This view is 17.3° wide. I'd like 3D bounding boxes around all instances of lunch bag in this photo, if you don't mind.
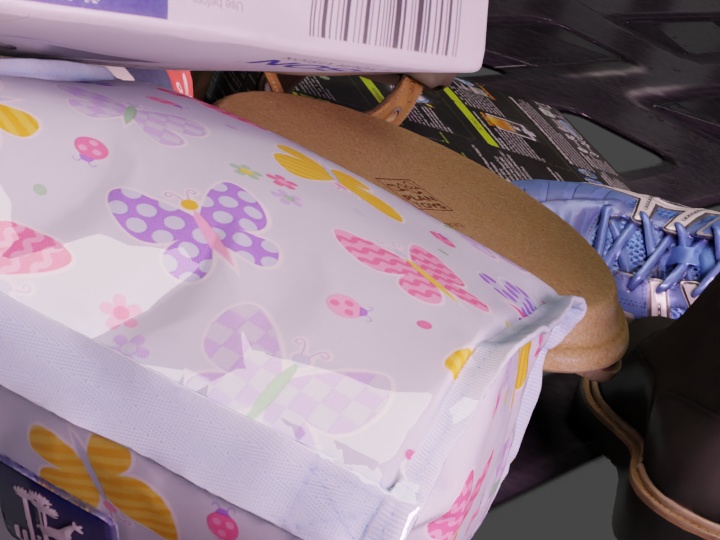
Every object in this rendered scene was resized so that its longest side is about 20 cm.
[{"bbox_3d":[-0.047,0.026,0.617,0.169,0.127,0.200,26,6,8],"label":"lunch bag"}]

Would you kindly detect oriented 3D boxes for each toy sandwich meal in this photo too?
[{"bbox_3d":[0.000,0.000,0.863,0.205,0.070,0.205,23,18,-8],"label":"toy sandwich meal"}]

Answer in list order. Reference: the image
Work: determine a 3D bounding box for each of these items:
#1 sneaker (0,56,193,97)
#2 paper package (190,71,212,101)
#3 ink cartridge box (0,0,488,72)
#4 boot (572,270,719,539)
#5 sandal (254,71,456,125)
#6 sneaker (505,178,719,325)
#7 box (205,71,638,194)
[{"bbox_3d":[-0.150,-0.071,0.830,0.200,0.075,0.084,19,22,19],"label":"sneaker"},{"bbox_3d":[-0.158,-0.141,1.025,0.200,0.104,0.191,22,17,3],"label":"paper package"},{"bbox_3d":[-0.101,-0.082,0.678,0.199,0.041,0.200,3,3,-42],"label":"ink cartridge box"},{"bbox_3d":[0.141,0.019,0.851,0.077,0.139,0.200,19,16,-9],"label":"boot"},{"bbox_3d":[-0.011,-0.079,0.978,0.080,0.054,0.200,17,6,18],"label":"sandal"},{"bbox_3d":[0.137,-0.002,0.980,0.200,0.076,0.077,14,-26,-18],"label":"sneaker"},{"bbox_3d":[0.035,-0.049,1.091,0.193,0.048,0.200,13,20,-22],"label":"box"}]
